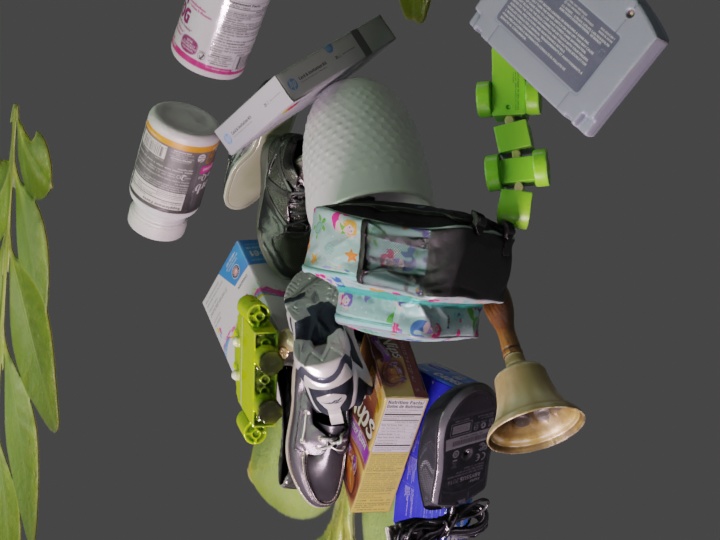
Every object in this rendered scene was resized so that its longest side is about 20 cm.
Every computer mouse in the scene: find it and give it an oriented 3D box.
[{"bbox_3d":[0.094,0.207,1.225,0.053,0.138,0.201,31,117,48],"label":"computer mouse"}]

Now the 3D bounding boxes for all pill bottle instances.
[{"bbox_3d":[-0.296,-0.153,1.747,0.116,0.116,0.201,51,132,38],"label":"pill bottle"},{"bbox_3d":[-0.189,-0.383,1.586,0.113,0.113,0.200,55,133,35],"label":"pill bottle"}]

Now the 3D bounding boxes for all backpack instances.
[{"bbox_3d":[0.042,-0.005,1.171,0.199,0.177,0.151,17,96,31],"label":"backpack"}]

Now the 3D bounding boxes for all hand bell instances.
[{"bbox_3d":[0.162,0.082,1.190,0.104,0.104,0.201,-49,42,43],"label":"hand bell"}]

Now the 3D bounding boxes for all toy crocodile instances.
[{"bbox_3d":[0.162,-0.144,1.178,0.067,0.062,0.201,-6,84,14],"label":"toy crocodile"}]

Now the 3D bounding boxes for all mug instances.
[{"bbox_3d":[-0.010,-0.119,1.337,0.200,0.147,0.176,-42,50,48],"label":"mug"}]

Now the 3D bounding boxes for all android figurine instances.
[{"bbox_3d":[-0.136,0.123,1.427,0.200,0.041,0.183,-144,55,-69],"label":"android figurine"}]

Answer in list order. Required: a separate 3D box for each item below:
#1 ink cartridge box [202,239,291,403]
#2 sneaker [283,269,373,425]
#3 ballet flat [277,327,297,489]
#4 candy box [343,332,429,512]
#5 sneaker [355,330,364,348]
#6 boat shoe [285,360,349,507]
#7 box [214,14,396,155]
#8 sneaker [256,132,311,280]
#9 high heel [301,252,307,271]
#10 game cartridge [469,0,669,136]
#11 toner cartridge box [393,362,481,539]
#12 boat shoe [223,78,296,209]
[{"bbox_3d":[-0.130,0.076,1.565,0.145,0.084,0.200,-56,52,39],"label":"ink cartridge box"},{"bbox_3d":[-0.034,0.090,1.263,0.199,0.079,0.130,-105,4,-55],"label":"sneaker"},{"bbox_3d":[-0.080,0.171,1.382,0.066,0.057,0.201,-6,91,48],"label":"ballet flat"},{"bbox_3d":[0.021,0.180,1.333,0.117,0.056,0.201,-107,26,-49],"label":"candy box"},{"bbox_3d":[-0.024,0.141,1.421,0.114,0.076,0.200,18,101,58],"label":"sneaker"},{"bbox_3d":[-0.047,0.191,1.336,0.063,0.072,0.201,-172,79,-67],"label":"boat shoe"},{"bbox_3d":[-0.068,-0.227,1.367,0.041,0.200,0.156,54,142,-5],"label":"box"},{"bbox_3d":[-0.086,-0.088,1.500,0.114,0.076,0.200,-5,83,60],"label":"sneaker"},{"bbox_3d":[0.000,0.000,1.421,0.200,0.142,0.072,-112,39,-82],"label":"high heel"},{"bbox_3d":[0.205,-0.242,1.100,0.133,0.041,0.200,-55,53,25],"label":"game cartridge"},{"bbox_3d":[0.091,0.218,1.311,0.095,0.043,0.201,20,109,51],"label":"toner cartridge box"},{"bbox_3d":[-0.152,-0.182,1.584,0.066,0.074,0.200,53,131,40],"label":"boat shoe"}]
